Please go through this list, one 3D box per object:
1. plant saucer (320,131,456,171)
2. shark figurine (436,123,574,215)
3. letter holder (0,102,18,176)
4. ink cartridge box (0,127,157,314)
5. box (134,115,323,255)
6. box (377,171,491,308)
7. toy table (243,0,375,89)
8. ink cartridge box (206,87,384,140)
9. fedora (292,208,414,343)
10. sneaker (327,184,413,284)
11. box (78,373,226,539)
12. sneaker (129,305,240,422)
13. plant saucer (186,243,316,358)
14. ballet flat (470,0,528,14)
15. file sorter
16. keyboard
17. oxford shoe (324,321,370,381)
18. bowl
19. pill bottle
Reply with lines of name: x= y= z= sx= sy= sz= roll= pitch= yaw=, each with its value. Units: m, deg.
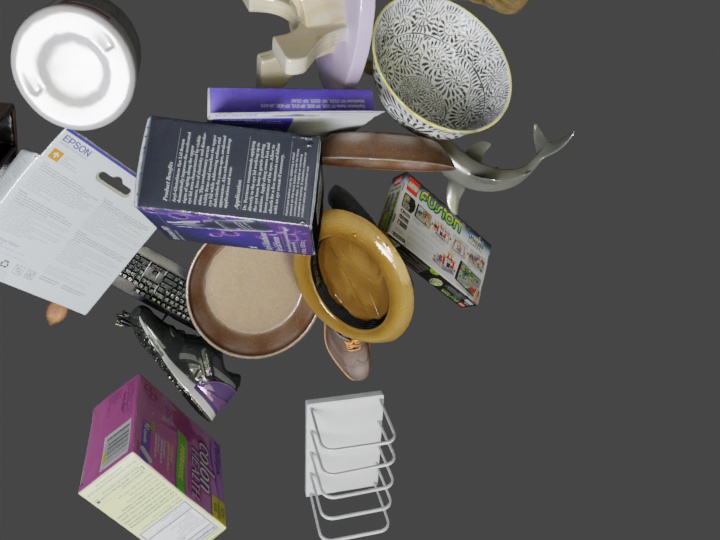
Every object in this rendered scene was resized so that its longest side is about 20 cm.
plant saucer: x=0.027 y=-0.153 z=0.836 sx=0.195 sy=0.200 sz=0.038 roll=1 pitch=96 yaw=-16
shark figurine: x=0.201 y=-0.145 z=0.934 sx=0.208 sy=0.090 sz=0.132 roll=-4 pitch=101 yaw=-10
letter holder: x=-0.500 y=-0.128 z=0.712 sx=0.195 sy=0.143 sz=0.103 roll=2 pitch=115 yaw=-17
ink cartridge box: x=-0.355 y=-0.059 z=0.794 sx=0.201 sy=0.041 sz=0.199 roll=-49 pitch=148 yaw=0
box: x=-0.144 y=-0.093 z=0.758 sx=0.194 sy=0.148 sz=0.107 roll=6 pitch=79 yaw=0
box: x=0.113 y=-0.042 z=0.962 sx=0.199 sy=0.034 sz=0.112 roll=36 pitch=58 yaw=-28
toy table: x=-0.064 y=-0.295 z=0.753 sx=0.114 sy=0.185 sz=0.204 roll=-13 pitch=130 yaw=-23
ink cartridge box: x=-0.087 y=-0.189 z=0.776 sx=0.193 sy=0.200 sz=0.045 roll=-4 pitch=94 yaw=-14
fedora: x=0.000 y=0.000 z=0.885 sx=0.196 sy=0.082 sz=0.205 roll=16 pitch=125 yaw=24
sneaker: x=-0.002 y=-0.030 z=0.953 sx=0.081 sy=0.071 sz=0.201 roll=-31 pitch=114 yaw=14
box: x=-0.300 y=0.291 z=0.957 sx=0.096 sy=0.177 sz=0.201 roll=-34 pitch=120 yaw=4
sneaker: x=-0.251 y=0.117 z=0.940 sx=0.087 sy=0.075 sz=0.202 roll=-43 pitch=117 yaw=-25
plant saucer: x=-0.151 y=0.025 z=0.930 sx=0.195 sy=0.037 sz=0.206 roll=-4 pitch=106 yaw=-16
ballet flat: x=0.138 y=-0.376 z=0.817 sx=0.195 sy=0.072 sz=0.070 roll=8 pitch=78 yaw=-20
file sorter: x=-0.017 y=0.331 z=1.091 sx=0.135 sy=0.125 sz=0.205 roll=-5 pitch=116 yaw=-15
keyboard: x=-0.275 y=0.057 z=0.940 sx=0.198 sy=0.021 sz=0.128 roll=33 pitch=102 yaw=-27
oxford shoe: x=-0.023 y=0.103 z=1.007 sx=0.070 sy=0.073 sz=0.204 roll=-22 pitch=120 yaw=-5
bowl: x=0.089 y=-0.243 z=0.840 sx=0.196 sy=0.206 sz=0.094 roll=7 pitch=156 yaw=-20
pill bottle: x=-0.293 y=-0.231 z=0.690 sx=0.111 sy=0.201 sz=0.117 roll=-7 pitch=118 yaw=-13
